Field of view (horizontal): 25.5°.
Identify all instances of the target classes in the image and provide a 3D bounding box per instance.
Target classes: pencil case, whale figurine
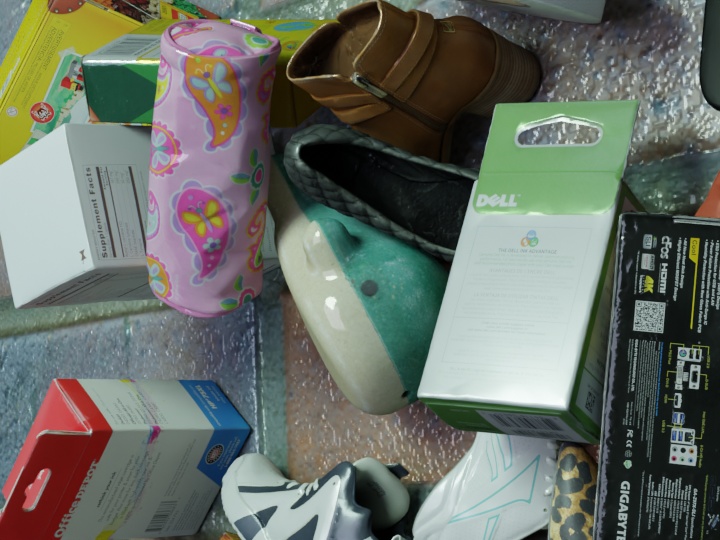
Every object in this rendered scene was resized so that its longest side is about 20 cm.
[{"bbox_3d":[-0.101,-0.069,1.094,0.087,0.087,0.202,31,126,43],"label":"pencil case"},{"bbox_3d":[0.000,0.000,1.113,0.103,0.159,0.201,-27,60,-4],"label":"whale figurine"}]

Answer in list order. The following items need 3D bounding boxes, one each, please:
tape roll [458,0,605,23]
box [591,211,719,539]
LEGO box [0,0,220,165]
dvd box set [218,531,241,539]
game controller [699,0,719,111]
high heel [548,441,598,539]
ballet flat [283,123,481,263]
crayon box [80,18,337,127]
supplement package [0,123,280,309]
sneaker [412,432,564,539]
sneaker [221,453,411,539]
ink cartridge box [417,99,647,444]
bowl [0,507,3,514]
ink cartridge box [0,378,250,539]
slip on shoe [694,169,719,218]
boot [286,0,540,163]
[{"bbox_3d":[0.059,-0.195,1.009,0.202,0.202,0.037,20,100,45],"label":"tape roll"},{"bbox_3d":[0.214,0.073,0.881,0.158,0.049,0.203,4,90,13],"label":"box"},{"bbox_3d":[-0.223,-0.144,1.326,0.201,0.148,0.077,-56,27,26],"label":"LEGO box"},{"bbox_3d":[-0.077,0.308,1.194,0.200,0.029,0.147,33,95,47],"label":"dvd box set"},{"bbox_3d":[0.276,-0.145,0.882,0.199,0.042,0.105,-6,63,46],"label":"game controller"},{"bbox_3d":[0.187,0.190,0.926,0.142,0.071,0.202,-16,91,51],"label":"high heel"},{"bbox_3d":[0.042,-0.043,1.045,0.057,0.198,0.067,-76,4,-82],"label":"ballet flat"},{"bbox_3d":[-0.089,-0.148,1.176,0.198,0.127,0.051,3,113,20],"label":"crayon box"},{"bbox_3d":[-0.164,-0.042,1.221,0.113,0.199,0.111,-23,77,42],"label":"supplement package"},{"bbox_3d":[0.110,0.118,1.034,0.080,0.070,0.202,35,114,25],"label":"sneaker"},{"bbox_3d":[-0.021,0.171,1.157,0.130,0.079,0.199,-47,31,9],"label":"sneaker"},{"bbox_3d":[0.114,-0.001,0.968,0.103,0.059,0.202,2,66,35],"label":"ink cartridge box"},{"bbox_3d":[-0.322,0.300,1.438,0.200,0.094,0.203,-7,81,46],"label":"bowl"},{"bbox_3d":[-0.198,0.149,1.245,0.067,0.199,0.117,47,118,37],"label":"ink cartridge box"},{"bbox_3d":[0.209,0.002,0.936,0.074,0.061,0.202,38,112,43],"label":"slip on shoe"},{"bbox_3d":[0.007,-0.110,1.086,0.200,0.154,0.074,-43,53,34],"label":"boot"}]
